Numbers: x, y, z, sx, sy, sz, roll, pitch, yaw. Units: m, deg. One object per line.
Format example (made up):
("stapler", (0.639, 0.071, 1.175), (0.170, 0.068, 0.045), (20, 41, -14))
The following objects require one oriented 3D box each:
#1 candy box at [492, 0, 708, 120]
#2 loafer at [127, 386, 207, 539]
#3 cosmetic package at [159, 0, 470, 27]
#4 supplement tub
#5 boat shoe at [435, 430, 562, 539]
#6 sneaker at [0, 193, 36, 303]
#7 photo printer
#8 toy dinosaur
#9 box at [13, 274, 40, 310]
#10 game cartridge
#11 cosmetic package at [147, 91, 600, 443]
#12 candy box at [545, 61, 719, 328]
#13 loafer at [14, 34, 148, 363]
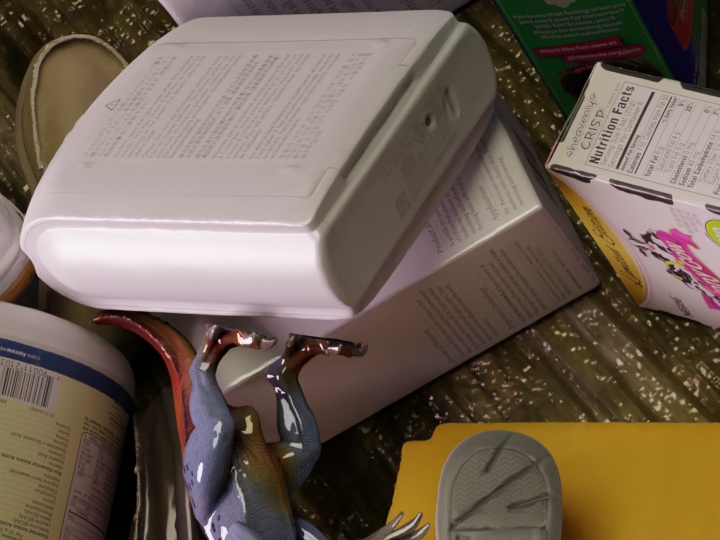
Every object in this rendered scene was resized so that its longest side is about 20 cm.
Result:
("candy box", (0.107, -0.188, 1.380), (0.077, 0.200, 0.170), (-8, 59, 23))
("loafer", (-0.094, 0.148, 1.369), (0.071, 0.073, 0.201), (-17, 56, 16))
("cosmetic package", (-0.026, -0.220, 1.488), (0.199, 0.167, 0.167), (-31, 54, 7))
("supplement tub", (-0.195, 0.126, 1.383), (0.144, 0.145, 0.201), (1, 70, 28))
("boat shoe", (0.057, 0.174, 1.256), (0.074, 0.065, 0.203), (0, 66, 6))
("sneaker", (-0.240, -0.053, 1.423), (0.199, 0.088, 0.075), (28, 77, 37))
("photo printer", (-0.055, -0.051, 1.347), (0.199, 0.070, 0.167), (1, 43, 36))
("toy dinosaur", (-0.041, 0.119, 1.312), (0.199, 0.105, 0.183), (8, 90, 51))
("box", (-0.289, 0.005, 1.533), (0.184, 0.105, 0.200), (-44, 52, -3))
("game cartridge", (0.085, 0.164, 1.299), (0.175, 0.032, 0.201), (-1, 60, 27))
("cosmetic package", (0.000, 0.000, 1.400), (0.199, 0.085, 0.108), (-30, 53, 10))
("candy box", (0.197, -0.015, 1.275), (0.199, 0.136, 0.061), (17, 70, 34))
("loafer", (-0.133, -0.046, 1.489), (0.068, 0.076, 0.201), (-53, 40, 48))
